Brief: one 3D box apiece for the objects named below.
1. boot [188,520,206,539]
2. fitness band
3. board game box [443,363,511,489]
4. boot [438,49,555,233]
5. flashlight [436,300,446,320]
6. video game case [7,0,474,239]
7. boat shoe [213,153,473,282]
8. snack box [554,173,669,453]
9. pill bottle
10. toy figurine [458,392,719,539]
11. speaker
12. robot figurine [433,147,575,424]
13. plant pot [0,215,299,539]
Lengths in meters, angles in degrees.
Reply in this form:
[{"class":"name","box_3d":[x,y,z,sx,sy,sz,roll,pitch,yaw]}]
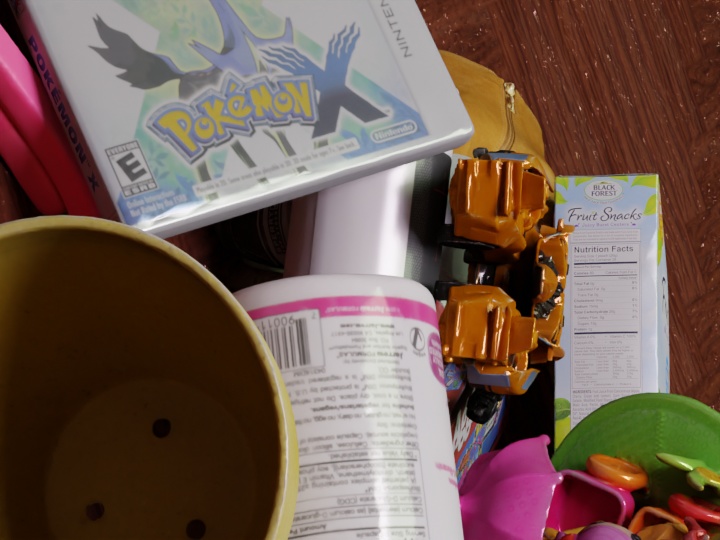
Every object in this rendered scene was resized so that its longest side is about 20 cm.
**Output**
[{"class":"boot","box_3d":[-0.044,0.196,1.384,0.175,0.066,0.201,18,61,-48]},{"class":"fitness band","box_3d":[-0.174,-0.033,1.292,0.200,0.037,0.144,56,33,-27]},{"class":"board game box","box_3d":[0.058,0.082,1.593,0.200,0.019,0.103,-56,154,-61]},{"class":"boot","box_3d":[0.039,-0.089,1.685,0.201,0.071,0.144,37,27,-29]},{"class":"flashlight","box_3d":[0.019,0.042,1.568,0.068,0.068,0.200,45,34,-8]},{"class":"video game case","box_3d":[-0.064,-0.118,1.369,0.199,0.022,0.183,-18,77,-30]},{"class":"boat shoe","box_3d":[0.006,-0.028,1.550,0.200,0.063,0.071,3,85,-47]},{"class":"snack box","box_3d":[0.150,0.059,1.701,0.169,0.067,0.201,60,29,-75]},{"class":"pill bottle","box_3d":[-0.010,0.111,1.313,0.113,0.113,0.201,17,63,-57]},{"class":"toy figurine","box_3d":[0.126,0.145,1.437,0.184,0.200,0.151,5,108,-55]},{"class":"speaker","box_3d":[0.000,0.000,1.436,0.081,0.081,0.201,21,73,-56]},{"class":"robot figurine","box_3d":[0.074,0.005,1.458,0.200,0.058,0.146,29,66,-80]},{"class":"plant pot","box_3d":[-0.109,0.088,1.213,0.142,0.199,0.201,35,44,-74]}]
